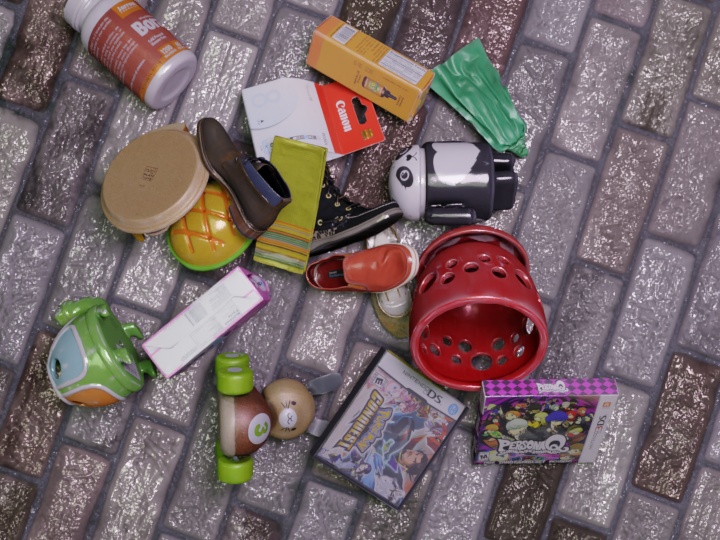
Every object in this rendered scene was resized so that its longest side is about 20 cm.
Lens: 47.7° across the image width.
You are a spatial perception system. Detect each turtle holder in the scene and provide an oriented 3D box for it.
[{"bbox_3d":[-0.415,0.122,1.250,0.131,0.141,0.187,-31,89,0],"label":"turtle holder"}]

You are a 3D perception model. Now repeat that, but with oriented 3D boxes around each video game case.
[{"bbox_3d":[0.048,0.249,1.271,0.180,0.025,0.201,36,87,-20],"label":"video game case"},{"bbox_3d":[0.275,0.232,1.240,0.197,0.183,0.036,0,44,-1],"label":"video game case"}]

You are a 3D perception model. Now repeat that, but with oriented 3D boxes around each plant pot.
[{"bbox_3d":[0.167,0.049,1.210,0.197,0.202,0.184,0,43,0],"label":"plant pot"}]

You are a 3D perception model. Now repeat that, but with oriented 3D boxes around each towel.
[{"bbox_3d":[-0.107,-0.097,1.234,0.085,0.018,0.202,13,111,2],"label":"towel"}]

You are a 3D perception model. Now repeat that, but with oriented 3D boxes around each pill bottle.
[{"bbox_3d":[-0.366,-0.361,1.288,0.200,0.112,0.112,42,88,1],"label":"pill bottle"}]

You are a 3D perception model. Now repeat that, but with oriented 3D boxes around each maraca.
[{"bbox_3d":[-0.215,-0.086,1.278,0.137,0.107,0.200,43,80,15],"label":"maraca"}]

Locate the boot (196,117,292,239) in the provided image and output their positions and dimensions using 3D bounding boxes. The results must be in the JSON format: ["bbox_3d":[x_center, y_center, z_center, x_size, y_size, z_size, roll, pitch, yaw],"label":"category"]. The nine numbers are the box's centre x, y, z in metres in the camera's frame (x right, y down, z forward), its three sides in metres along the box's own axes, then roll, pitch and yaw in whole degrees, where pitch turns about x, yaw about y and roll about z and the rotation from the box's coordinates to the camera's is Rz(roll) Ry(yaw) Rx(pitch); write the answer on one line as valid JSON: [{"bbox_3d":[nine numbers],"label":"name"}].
[{"bbox_3d":[-0.169,-0.157,1.206,0.097,0.074,0.202,-32,83,37],"label":"boot"}]

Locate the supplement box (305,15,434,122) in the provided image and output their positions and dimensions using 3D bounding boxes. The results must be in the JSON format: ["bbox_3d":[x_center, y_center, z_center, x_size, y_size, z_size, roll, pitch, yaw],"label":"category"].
[{"bbox_3d":[0.015,-0.321,1.293,0.199,0.067,0.069,33,48,7],"label":"supplement box"}]

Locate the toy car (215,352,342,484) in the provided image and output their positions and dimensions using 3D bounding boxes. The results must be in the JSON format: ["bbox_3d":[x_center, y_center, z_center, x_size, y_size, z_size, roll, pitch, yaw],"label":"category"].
[{"bbox_3d":[-0.122,0.219,1.251,0.197,0.158,0.167,-1,99,-12],"label":"toy car"}]

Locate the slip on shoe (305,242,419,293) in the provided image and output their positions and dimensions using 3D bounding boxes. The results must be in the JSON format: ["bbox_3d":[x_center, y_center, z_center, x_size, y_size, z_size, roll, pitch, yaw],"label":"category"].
[{"bbox_3d":[0.000,0.000,1.250,0.198,0.061,0.075,-7,88,32],"label":"slip on shoe"}]

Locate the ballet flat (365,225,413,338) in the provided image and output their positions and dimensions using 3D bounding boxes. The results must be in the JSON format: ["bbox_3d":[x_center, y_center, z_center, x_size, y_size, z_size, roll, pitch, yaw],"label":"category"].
[{"bbox_3d":[0.045,0.010,1.294,0.070,0.071,0.203,-12,87,-1],"label":"ballet flat"}]

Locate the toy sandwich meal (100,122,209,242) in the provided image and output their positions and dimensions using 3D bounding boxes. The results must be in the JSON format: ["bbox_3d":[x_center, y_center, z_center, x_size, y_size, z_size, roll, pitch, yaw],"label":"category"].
[{"bbox_3d":[-0.312,-0.135,1.260,0.202,0.070,0.208,-8,61,14],"label":"toy sandwich meal"}]

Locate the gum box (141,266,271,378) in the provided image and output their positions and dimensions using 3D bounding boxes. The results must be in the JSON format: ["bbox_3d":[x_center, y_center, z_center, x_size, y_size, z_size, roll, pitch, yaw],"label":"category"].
[{"bbox_3d":[-0.231,0.076,1.265,0.199,0.114,0.066,-39,88,-1],"label":"gum box"}]

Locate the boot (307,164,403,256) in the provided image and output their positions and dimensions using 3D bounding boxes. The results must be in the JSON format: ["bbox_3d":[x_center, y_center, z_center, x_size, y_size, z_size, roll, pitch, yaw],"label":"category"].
[{"bbox_3d":[-0.039,-0.116,1.265,0.202,0.073,0.156,-19,83,33],"label":"boot"}]

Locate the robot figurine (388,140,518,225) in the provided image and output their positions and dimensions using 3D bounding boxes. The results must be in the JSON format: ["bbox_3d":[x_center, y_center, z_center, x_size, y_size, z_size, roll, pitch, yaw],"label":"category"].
[{"bbox_3d":[0.142,-0.139,1.270,0.197,0.150,0.127,-1,98,2],"label":"robot figurine"}]

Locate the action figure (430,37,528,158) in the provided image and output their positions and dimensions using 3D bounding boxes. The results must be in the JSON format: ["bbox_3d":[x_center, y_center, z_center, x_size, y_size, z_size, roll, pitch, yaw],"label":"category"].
[{"bbox_3d":[0.204,-0.261,1.313,0.118,0.055,0.201,-37,84,-4],"label":"action figure"}]

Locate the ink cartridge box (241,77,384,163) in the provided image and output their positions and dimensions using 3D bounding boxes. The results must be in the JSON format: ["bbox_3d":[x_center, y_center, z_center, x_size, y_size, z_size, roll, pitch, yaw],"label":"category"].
[{"bbox_3d":[-0.077,-0.243,1.280,0.198,0.047,0.162,-18,57,1],"label":"ink cartridge box"}]
